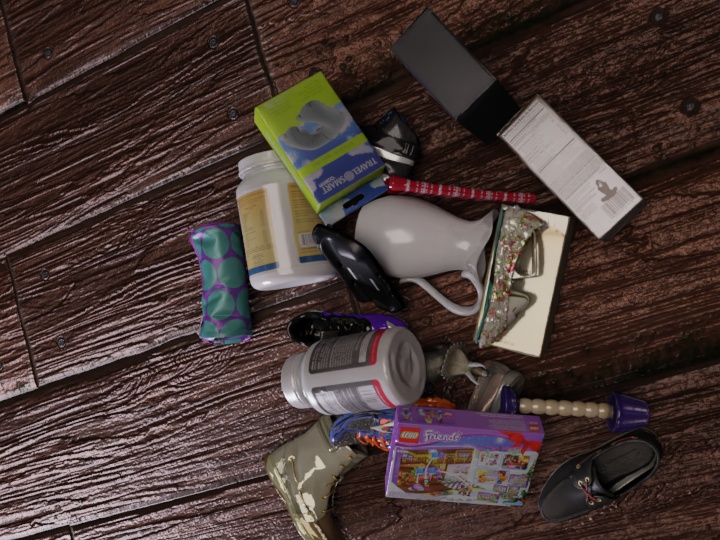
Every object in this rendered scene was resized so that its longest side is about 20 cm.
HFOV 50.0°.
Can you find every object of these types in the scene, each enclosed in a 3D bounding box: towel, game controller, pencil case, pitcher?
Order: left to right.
[{"bbox_3d":[-0.234,0.023,1.290,0.092,0.085,0.202,-5,86,-8],"label":"pencil case"},{"bbox_3d":[0.000,0.000,1.140,0.104,0.200,0.042,17,69,30],"label":"game controller"},{"bbox_3d":[0.096,-0.021,1.152,0.198,0.121,0.173,9,112,15],"label":"pitcher"},{"bbox_3d":[0.132,-0.112,1.082,0.198,0.145,0.023,6,95,-1],"label":"towel"}]

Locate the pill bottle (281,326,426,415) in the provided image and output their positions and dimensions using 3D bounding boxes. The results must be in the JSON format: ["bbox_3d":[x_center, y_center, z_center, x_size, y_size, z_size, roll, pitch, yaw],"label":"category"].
[{"bbox_3d":[-0.015,0.149,1.112,0.199,0.110,0.112,-13,85,33],"label":"pill bottle"}]

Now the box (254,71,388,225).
[{"bbox_3d":[-0.056,-0.180,1.143,0.121,0.048,0.201,-32,81,-14],"label":"box"}]

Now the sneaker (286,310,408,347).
[{"bbox_3d":[-0.027,0.100,1.197,0.198,0.099,0.070,1,88,23],"label":"sneaker"}]

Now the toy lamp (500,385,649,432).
[{"bbox_3d":[0.296,0.193,1.071,0.198,0.058,0.059,2,91,3],"label":"toy lamp"}]

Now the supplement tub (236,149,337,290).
[{"bbox_3d":[-0.116,-0.078,1.212,0.144,0.144,0.202,-11,85,21],"label":"supplement tub"}]

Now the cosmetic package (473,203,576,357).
[{"bbox_3d":[0.236,0.014,1.111,0.103,0.073,0.202,12,95,21],"label":"cosmetic package"}]

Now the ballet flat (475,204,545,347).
[{"bbox_3d":[0.204,0.013,1.047,0.063,0.076,0.202,12,97,14],"label":"ballet flat"}]

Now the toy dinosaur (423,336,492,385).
[{"bbox_3d":[0.097,0.146,1.149,0.199,0.102,0.078,-18,83,20],"label":"toy dinosaur"}]

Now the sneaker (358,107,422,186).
[{"bbox_3d":[0.006,-0.216,1.210,0.199,0.073,0.112,31,96,12],"label":"sneaker"}]

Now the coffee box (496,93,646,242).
[{"bbox_3d":[0.293,-0.138,1.067,0.080,0.114,0.200,-45,74,16],"label":"coffee box"}]

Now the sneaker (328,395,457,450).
[{"bbox_3d":[0.046,0.239,1.142,0.198,0.075,0.079,-12,57,15],"label":"sneaker"}]

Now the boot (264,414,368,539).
[{"bbox_3d":[-0.044,0.339,1.223,0.154,0.072,0.201,-39,76,15],"label":"boot"}]

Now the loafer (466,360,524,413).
[{"bbox_3d":[0.173,0.229,1.144,0.063,0.072,0.201,29,94,36],"label":"loafer"}]

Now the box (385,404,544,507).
[{"bbox_3d":[0.139,0.256,1.060,0.198,0.039,0.138,5,120,-3],"label":"box"}]

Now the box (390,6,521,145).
[{"bbox_3d":[0.140,-0.264,1.081,0.079,0.200,0.141,-46,74,15],"label":"box"}]

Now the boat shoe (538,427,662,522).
[{"bbox_3d":[0.329,0.290,1.079,0.201,0.063,0.074,-39,79,18],"label":"boat shoe"}]
